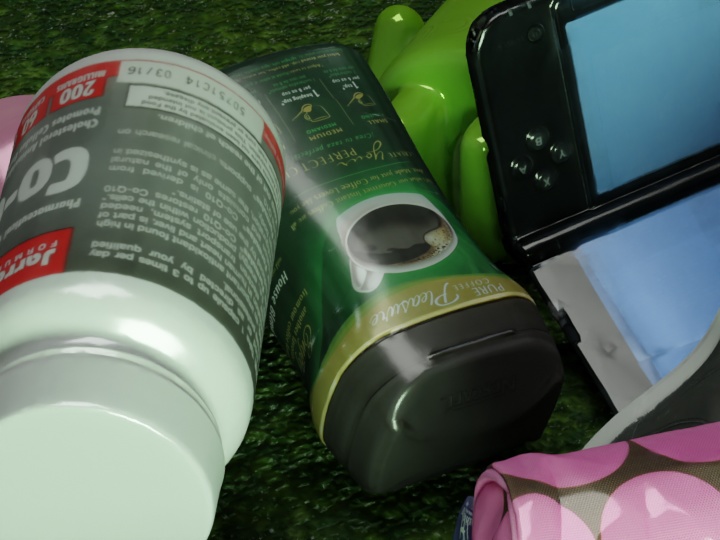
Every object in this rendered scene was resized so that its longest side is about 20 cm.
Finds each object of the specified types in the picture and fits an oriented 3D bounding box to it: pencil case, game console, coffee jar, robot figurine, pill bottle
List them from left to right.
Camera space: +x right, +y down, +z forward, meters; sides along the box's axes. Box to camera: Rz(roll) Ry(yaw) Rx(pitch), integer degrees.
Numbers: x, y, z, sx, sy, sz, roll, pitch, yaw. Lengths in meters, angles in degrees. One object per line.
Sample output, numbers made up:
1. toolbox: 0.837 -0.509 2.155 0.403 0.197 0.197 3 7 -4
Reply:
1. pill bottle: -0.093 0.017 1.161 0.113 0.114 0.201 -2 41 8
2. coffee jar: 0.000 0.000 1.284 0.104 0.086 0.200 -16 54 -26
3. robot figurine: 0.078 -0.083 1.425 0.174 0.116 0.200 10 36 24
4. pencil case: 0.138 0.097 1.075 0.198 0.094 0.091 -8 34 -9
5. game console: 0.167 -0.050 1.296 0.199 0.177 0.116 -22 30 -17

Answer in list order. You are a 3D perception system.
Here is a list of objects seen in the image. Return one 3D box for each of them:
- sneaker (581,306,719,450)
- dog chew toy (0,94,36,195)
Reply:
1. sneaker: 0.168 0.057 1.160 0.070 0.200 0.099 27 25 -34
2. dog chew toy: -0.125 0.009 1.325 0.124 0.125 0.200 -20 42 -20
